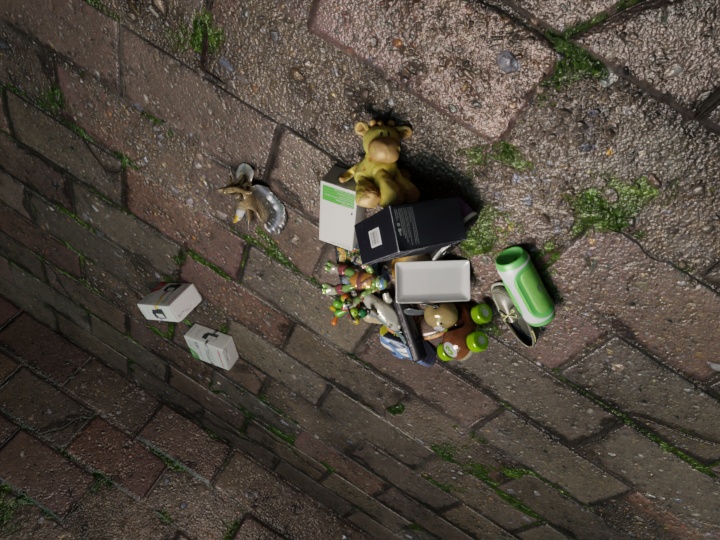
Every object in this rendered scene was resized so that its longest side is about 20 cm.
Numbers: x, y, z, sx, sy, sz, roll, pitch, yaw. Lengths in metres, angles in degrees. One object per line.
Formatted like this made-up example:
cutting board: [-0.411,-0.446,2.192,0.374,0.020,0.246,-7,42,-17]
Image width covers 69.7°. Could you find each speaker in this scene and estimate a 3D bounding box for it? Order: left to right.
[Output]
speaker: [0.406,0.041,1.268,0.088,0.089,0.200,-14,121,40]

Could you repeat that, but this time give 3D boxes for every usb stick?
usb stick: [0.144,0.167,1.505,0.033,0.055,0.201,-20,88,48]

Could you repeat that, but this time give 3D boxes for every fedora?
fedora: [0.160,0.031,1.418,0.200,0.082,0.201,18,137,18]

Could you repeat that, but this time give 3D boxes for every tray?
tray: [0.187,0.028,1.344,0.199,0.022,0.108,-2,93,-7]

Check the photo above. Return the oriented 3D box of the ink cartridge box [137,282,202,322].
ink cartridge box: [-0.754,0.122,2.047,0.199,0.146,0.083,0,127,32]

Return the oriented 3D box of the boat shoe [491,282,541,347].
boat shoe: [0.408,0.118,1.359,0.072,0.060,0.202,-23,114,44]

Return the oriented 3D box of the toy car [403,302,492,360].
toy car: [0.222,0.140,1.395,0.199,0.159,0.164,25,152,-19]

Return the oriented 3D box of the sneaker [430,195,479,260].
sneaker: [0.214,-0.107,1.279,0.088,0.076,0.200,52,146,16]

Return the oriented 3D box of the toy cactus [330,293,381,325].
toy cactus: [-0.009,0.134,1.590,0.164,0.103,0.200,19,168,-8]

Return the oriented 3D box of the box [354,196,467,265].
box: [0.111,-0.089,1.204,0.200,0.181,0.105,-18,82,65]

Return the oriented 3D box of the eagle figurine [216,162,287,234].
eagle figurine: [-0.321,-0.193,1.507,0.152,0.151,0.200,58,-171,34]

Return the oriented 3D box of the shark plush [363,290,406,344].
shark plush: [0.083,0.134,1.538,0.200,0.091,0.083,38,161,-17]

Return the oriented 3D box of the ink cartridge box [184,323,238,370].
ink cartridge box: [-0.634,0.327,2.214,0.199,0.083,0.147,16,136,20]

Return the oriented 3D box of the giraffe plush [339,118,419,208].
giraffe plush: [0.051,-0.256,1.188,0.200,0.172,0.163,48,140,39]

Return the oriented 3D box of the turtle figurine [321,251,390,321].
turtle figurine: [-0.036,0.025,1.423,0.193,0.200,0.145,3,116,41]

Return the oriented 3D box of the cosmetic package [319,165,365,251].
cosmetic package: [-0.045,-0.162,1.365,0.107,0.085,0.201,18,136,13]

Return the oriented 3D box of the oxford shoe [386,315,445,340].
oxford shoe: [0.159,0.157,1.552,0.199,0.071,0.073,4,127,30]

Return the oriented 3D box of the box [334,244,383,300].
box: [0.000,0.000,1.526,0.136,0.038,0.201,13,135,22]

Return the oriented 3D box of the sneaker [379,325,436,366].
sneaker: [0.148,0.245,1.644,0.199,0.074,0.082,31,142,14]
